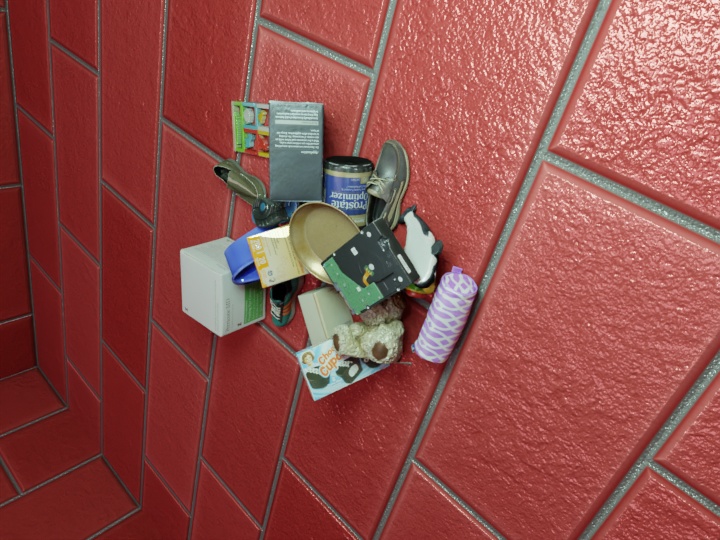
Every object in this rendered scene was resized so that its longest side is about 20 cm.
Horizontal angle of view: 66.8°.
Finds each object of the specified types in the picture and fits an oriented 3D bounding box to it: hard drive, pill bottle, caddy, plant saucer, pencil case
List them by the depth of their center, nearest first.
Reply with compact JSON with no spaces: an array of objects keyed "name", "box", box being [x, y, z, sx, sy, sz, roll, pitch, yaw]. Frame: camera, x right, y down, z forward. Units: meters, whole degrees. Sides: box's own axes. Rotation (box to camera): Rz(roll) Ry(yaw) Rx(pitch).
[{"name":"hard drive","box":[0.015,-0.002,1.097,0.200,0.038,0.141,-36,87,47]},{"name":"pencil case","box":[0.176,0.099,1.135,0.083,0.086,0.202,18,122,-2]},{"name":"plant saucer","box":[-0.064,-0.062,1.180,0.198,0.035,0.202,18,129,23]},{"name":"pill bottle","box":[-0.031,-0.145,1.214,0.111,0.111,0.203,20,118,36]},{"name":"caddy","box":[-0.251,-0.035,1.411,0.199,0.141,0.106,-32,76,6]}]

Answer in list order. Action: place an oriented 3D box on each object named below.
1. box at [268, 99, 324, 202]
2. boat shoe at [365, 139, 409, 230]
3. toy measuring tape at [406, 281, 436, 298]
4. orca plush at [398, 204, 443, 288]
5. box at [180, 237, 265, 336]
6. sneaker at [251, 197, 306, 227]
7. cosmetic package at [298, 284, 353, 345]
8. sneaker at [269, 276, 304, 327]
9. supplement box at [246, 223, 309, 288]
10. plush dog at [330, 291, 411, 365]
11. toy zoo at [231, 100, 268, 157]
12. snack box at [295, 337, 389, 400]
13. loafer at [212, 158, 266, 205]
[{"name":"box","box":[-0.142,-0.266,1.198,0.197,0.116,0.203,-112,24,-72]},{"name":"boat shoe","box":[0.053,-0.172,1.154,0.074,0.073,0.203,22,118,35]},{"name":"toy measuring tape","box":[0.107,0.014,1.185,0.200,0.073,0.075,28,125,61]},{"name":"orca plush","box":[0.121,-0.036,1.127,0.105,0.071,0.201,-33,46,9]},{"name":"box","box":[-0.392,0.041,1.569,0.199,0.170,0.201,25,121,34]},{"name":"sneaker","box":[-0.188,-0.140,1.321,0.198,0.081,0.074,3,92,43]},{"name":"cosmetic package","box":[-0.074,0.141,1.360,0.073,0.103,0.202,-12,97,43]},{"name":"sneaker","box":[-0.218,0.080,1.485,0.071,0.079,0.202,39,128,25]},{"name":"supplement box","box":[-0.157,-0.049,1.306,0.074,0.198,0.128,-166,57,-82]},{"name":"plush dog","box":[0.049,0.115,1.229,0.199,0.159,0.174,1,81,49]},{"name":"toy zoo","box":[-0.264,-0.365,1.415,0.198,0.020,0.133,19,117,37]},{"name":"snack box","box":[-0.042,0.210,1.292,0.117,0.198,0.037,68,166,-5]},{"name":"loafer","box":[-0.332,-0.233,1.489,0.199,0.069,0.076,38,127,27]}]
